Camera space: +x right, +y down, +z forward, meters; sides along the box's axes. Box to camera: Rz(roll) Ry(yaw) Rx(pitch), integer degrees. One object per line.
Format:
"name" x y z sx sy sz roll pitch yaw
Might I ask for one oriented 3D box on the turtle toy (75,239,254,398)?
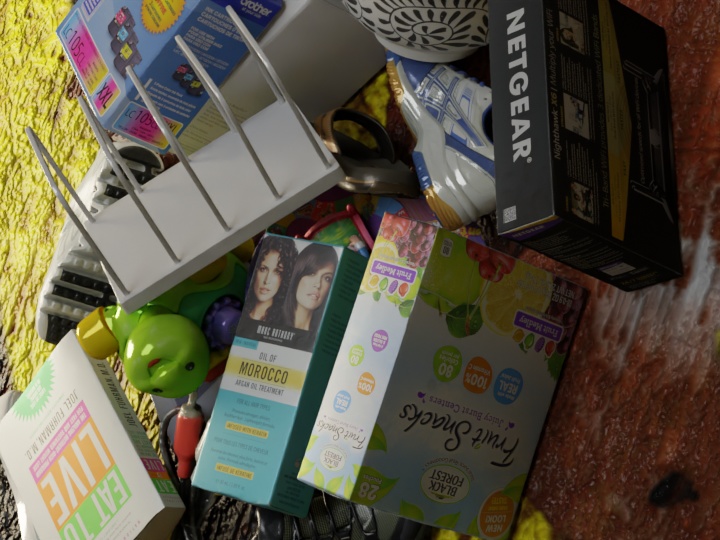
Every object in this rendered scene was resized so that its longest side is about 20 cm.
"turtle toy" -0.145 0.045 1.685 0.145 0.200 0.101 -36 89 16

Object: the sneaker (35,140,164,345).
"sneaker" -0.245 -0.027 1.928 0.081 0.075 0.201 27 93 59

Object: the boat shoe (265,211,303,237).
"boat shoe" -0.030 0.019 1.697 0.061 0.072 0.202 -12 72 -7

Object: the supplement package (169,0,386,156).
"supplement package" -0.080 -0.191 1.781 0.200 0.121 0.120 -40 51 26

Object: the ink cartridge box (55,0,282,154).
"ink cartridge box" -0.150 -0.219 1.720 0.200 0.076 0.137 -48 47 19

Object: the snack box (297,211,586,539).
"snack box" 0.062 0.080 1.511 0.067 0.168 0.202 17 88 49

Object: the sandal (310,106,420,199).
"sandal" -0.010 -0.101 1.685 0.200 0.081 0.055 -147 61 -64

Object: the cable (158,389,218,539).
"cable" -0.144 0.193 1.728 0.096 0.050 0.202 21 95 19

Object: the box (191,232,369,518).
"box" -0.056 0.078 1.580 0.082 0.049 0.202 9 80 38

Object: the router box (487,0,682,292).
"router box" 0.159 -0.102 1.491 0.052 0.157 0.202 -18 62 38

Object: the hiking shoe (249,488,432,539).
"hiking shoe" -0.028 0.202 1.602 0.200 0.100 0.076 -40 53 28

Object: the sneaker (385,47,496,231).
"sneaker" 0.079 -0.122 1.652 0.088 0.075 0.201 -24 54 10

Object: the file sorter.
"file sorter" -0.140 -0.093 1.628 0.199 0.125 0.139 -32 35 -2

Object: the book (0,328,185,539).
"book" -0.230 0.168 1.779 0.134 0.048 0.201 -51 52 24

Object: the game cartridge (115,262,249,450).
"game cartridge" -0.138 0.052 1.812 0.133 0.041 0.201 -47 49 27

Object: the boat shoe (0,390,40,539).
"boat shoe" -0.275 0.185 1.878 0.068 0.072 0.201 -29 50 12

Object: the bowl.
"bowl" 0.058 -0.226 1.647 0.201 0.199 0.095 49 144 42

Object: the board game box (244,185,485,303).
"board game box" 0.000 0.000 1.630 0.198 0.039 0.159 12 70 20
